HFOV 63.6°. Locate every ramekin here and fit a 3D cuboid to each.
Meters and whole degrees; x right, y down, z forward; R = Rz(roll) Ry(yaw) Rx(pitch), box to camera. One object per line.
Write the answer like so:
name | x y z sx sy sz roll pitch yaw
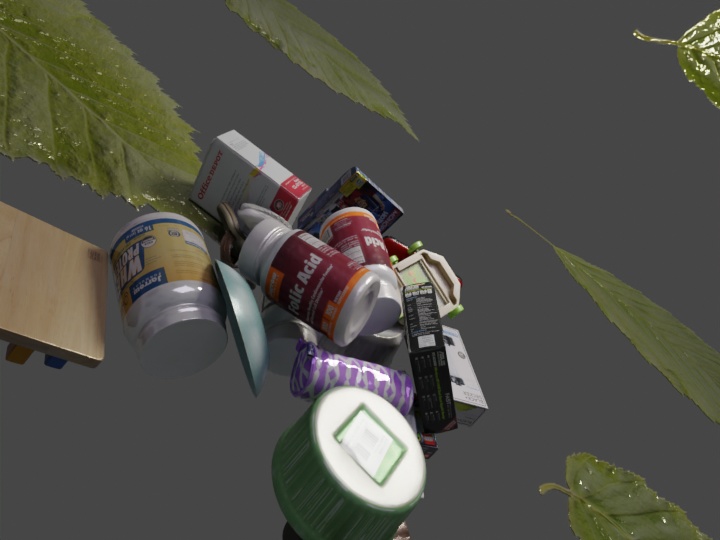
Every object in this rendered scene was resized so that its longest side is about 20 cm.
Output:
ramekin | -0.008 0.250 0.750 0.195 0.099 0.203 26 32 -17
ramekin | -0.005 0.096 1.081 0.198 0.095 0.205 26 32 -18

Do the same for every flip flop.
flip flop | -0.234 -0.042 1.059 0.056 0.082 0.203 -18 57 -20

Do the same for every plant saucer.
plant saucer | -0.165 0.078 0.841 0.038 0.204 0.204 -17 53 -16

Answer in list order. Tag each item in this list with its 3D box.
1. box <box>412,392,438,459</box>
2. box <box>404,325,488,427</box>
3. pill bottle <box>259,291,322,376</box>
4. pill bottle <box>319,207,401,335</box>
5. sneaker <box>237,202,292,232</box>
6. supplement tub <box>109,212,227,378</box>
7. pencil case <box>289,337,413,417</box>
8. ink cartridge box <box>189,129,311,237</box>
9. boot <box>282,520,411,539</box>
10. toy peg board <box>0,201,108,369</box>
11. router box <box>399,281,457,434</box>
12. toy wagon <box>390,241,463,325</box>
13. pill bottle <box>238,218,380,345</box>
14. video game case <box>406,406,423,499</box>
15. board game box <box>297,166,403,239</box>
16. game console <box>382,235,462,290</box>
box | 0.034 0.248 0.974 0.195 0.035 0.112 17 36 -31
box | 0.166 0.199 1.154 0.114 0.061 0.203 20 35 -26
pill bottle | -0.115 0.066 0.980 0.110 0.114 0.204 22 40 -22
pill bottle | 0.000 0.000 1.002 0.111 0.115 0.204 13 42 -33
sneaker | -0.158 -0.048 1.063 0.073 0.088 0.200 23 -16 45
supplement tub | -0.274 0.033 0.834 0.141 0.146 0.203 6 41 -40
pencil case | -0.013 0.166 0.863 0.195 0.085 0.087 24 32 -26
ink cartridge box | -0.217 -0.154 1.145 0.198 0.147 0.083 36 29 0
boot | 0.009 0.395 0.732 0.196 0.064 0.190 18 37 -38
toy peg board | -0.438 0.033 0.739 0.197 0.097 0.203 32 27 -41
router box | 0.115 0.148 0.975 0.060 0.205 0.152 -10 37 5
toy wagon | 0.099 0.042 1.084 0.197 0.040 0.158 -28 79 -30
pill bottle | -0.078 0.012 0.865 0.196 0.117 0.114 30 28 16
video game case | 0.013 0.240 0.902 0.178 0.024 0.205 22 44 -26
board game box | -0.007 -0.106 1.297 0.198 0.199 0.063 37 27 -27
game console | 0.096 0.005 1.238 0.196 0.174 0.120 28 34 -13
